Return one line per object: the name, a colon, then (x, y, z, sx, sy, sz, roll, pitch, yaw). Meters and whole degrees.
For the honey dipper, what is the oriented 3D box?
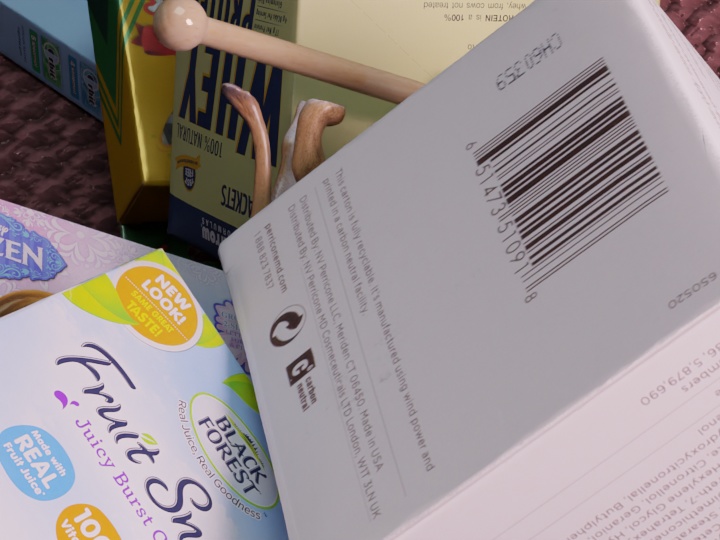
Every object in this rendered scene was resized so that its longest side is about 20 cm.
honey dipper: (0.000, -0.081, 0.951, 0.199, 0.038, 0.038, 13, 32, -35)

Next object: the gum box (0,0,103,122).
gum box: (-0.085, -0.136, 1.294, 0.200, 0.045, 0.170, 33, 50, 30)

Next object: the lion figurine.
lion figurine: (0.000, 0.000, 0.949, 0.199, 0.123, 0.072, 18, 1, -40)

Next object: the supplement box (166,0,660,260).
supplement box: (0.025, -0.105, 1.067, 0.199, 0.201, 0.134, -3, 14, -28)

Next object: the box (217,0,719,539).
box: (0.072, 0.029, 0.809, 0.200, 0.131, 0.199, -37, 37, 15)

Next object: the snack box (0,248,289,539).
snack box: (-0.104, 0.102, 0.778, 0.200, 0.068, 0.169, -27, 78, -49)

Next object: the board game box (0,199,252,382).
board game box: (-0.109, 0.073, 0.880, 0.199, 0.041, 0.200, 18, 48, -28)

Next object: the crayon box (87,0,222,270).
crayon box: (-0.071, -0.093, 1.171, 0.126, 0.051, 0.201, 0, 65, -24)
